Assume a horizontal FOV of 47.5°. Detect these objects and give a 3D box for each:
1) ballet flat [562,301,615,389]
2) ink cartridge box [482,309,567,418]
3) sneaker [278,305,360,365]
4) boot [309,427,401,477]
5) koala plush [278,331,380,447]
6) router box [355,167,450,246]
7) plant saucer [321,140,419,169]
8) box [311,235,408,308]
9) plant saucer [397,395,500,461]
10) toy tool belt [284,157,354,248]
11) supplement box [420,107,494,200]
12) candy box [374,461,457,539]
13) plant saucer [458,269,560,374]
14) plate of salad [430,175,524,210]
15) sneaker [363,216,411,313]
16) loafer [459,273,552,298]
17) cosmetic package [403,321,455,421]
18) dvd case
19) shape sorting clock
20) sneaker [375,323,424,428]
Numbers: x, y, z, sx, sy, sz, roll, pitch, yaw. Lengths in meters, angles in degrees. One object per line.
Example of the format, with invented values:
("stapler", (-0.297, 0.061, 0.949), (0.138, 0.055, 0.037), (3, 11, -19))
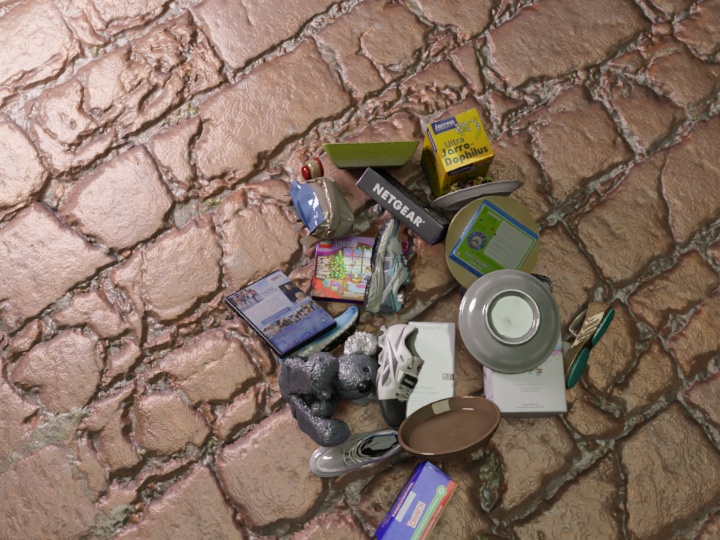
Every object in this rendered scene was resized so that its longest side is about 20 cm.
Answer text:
("ballet flat", (0.451, 0.149, 1.686), (0.065, 0.071, 0.201), (26, 73, 34))
("ink cartridge box", (0.319, 0.186, 1.626), (0.142, 0.146, 0.204), (0, 75, 1))
("sneaker", (-0.090, 0.124, 1.677), (0.198, 0.079, 0.091), (-31, 75, -7))
("boot", (-0.008, 0.353, 1.610), (0.197, 0.096, 0.075), (-19, 77, -5))
("koala plush", (-0.042, 0.214, 1.603), (0.198, 0.183, 0.181), (-19, 109, -29))
("router box", (0.094, -0.134, 1.699), (0.199, 0.149, 0.051), (39, 102, 9))
("plant saucer", (0.020, -0.240, 1.714), (0.196, 0.200, 0.049), (-2, 95, 0))
("box", (0.000, 0.000, 1.725), (0.196, 0.039, 0.139), (5, 76, 1))
("plant saucer", (0.166, 0.294, 1.516), (0.197, 0.200, 0.030), (-18, 106, -4))
("toy tool belt", (-0.103, -0.141, 1.698), (0.121, 0.126, 0.202), (-20, 63, -20))
("supplement box", (0.197, -0.233, 1.700), (0.107, 0.200, 0.111), (-20, 76, -4))
("candy box", (0.102, 0.450, 1.533), (0.076, 0.200, 0.170), (32, 78, 8))
("plant saucer", (0.285, 0.092, 1.550), (0.196, 0.050, 0.204), (0, 76, 1))
("plate of salad", (0.237, -0.165, 1.682), (0.196, 0.200, 0.049), (-11, 84, -3))
("sneaker", (0.063, -0.008, 1.679), (0.085, 0.078, 0.204), (13, 83, -9))
("loafer", (0.308, 0.039, 1.704), (0.196, 0.063, 0.073), (-3, 78, 0))
("cosmetic package", (0.140, 0.208, 1.659), (0.100, 0.074, 0.204), (1, 77, 0))
("dvd case", (-0.162, 0.084, 1.648), (0.142, 0.018, 0.199), (-29, 52, -30))
("shape sorting clock", (0.266, -0.050, 1.651), (0.196, 0.039, 0.204), (-1, 98, -9))
("sneaker", (0.081, 0.201, 1.589), (0.087, 0.074, 0.204), (-9, 73, 31))
